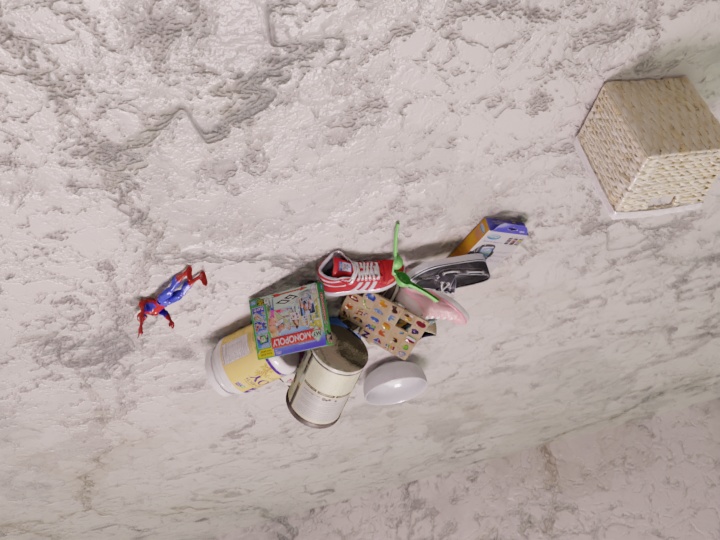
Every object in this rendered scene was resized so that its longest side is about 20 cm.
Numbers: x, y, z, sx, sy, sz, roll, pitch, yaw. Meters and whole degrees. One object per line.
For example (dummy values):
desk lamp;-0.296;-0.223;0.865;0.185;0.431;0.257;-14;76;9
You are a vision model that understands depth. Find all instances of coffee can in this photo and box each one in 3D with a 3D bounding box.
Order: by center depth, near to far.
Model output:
coffee can;-0.081;0.252;1.743;0.143;0.148;0.202;4;131;-28

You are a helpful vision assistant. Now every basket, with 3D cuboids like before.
basket;0.525;-0.226;1.332;0.193;0.204;0.163;-7;145;-13

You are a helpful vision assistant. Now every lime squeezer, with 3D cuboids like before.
lime squeezer;0.095;-0.005;1.586;0.070;0.038;0.203;-9;117;43

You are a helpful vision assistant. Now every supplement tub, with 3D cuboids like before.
supplement tub;-0.261;0.209;1.775;0.197;0.148;0.145;-26;149;20

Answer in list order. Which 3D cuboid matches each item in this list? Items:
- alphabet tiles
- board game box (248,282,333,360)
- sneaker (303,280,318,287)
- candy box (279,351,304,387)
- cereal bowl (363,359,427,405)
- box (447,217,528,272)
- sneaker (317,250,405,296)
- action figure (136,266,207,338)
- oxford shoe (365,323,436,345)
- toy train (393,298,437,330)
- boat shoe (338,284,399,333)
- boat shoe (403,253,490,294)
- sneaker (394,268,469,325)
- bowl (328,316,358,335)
alphabet tiles;0.047;0.120;1.723;0.197;0.008;0.168;29;139;1
board game box;-0.156;0.113;1.623;0.196;0.138;0.029;-15;171;31
sneaker;-0.127;0.093;1.710;0.095;0.072;0.202;-12;152;-8
candy box;-0.112;0.234;1.887;0.196;0.062;0.137;-20;149;8
cereal bowl;0.098;0.325;2.193;0.195;0.085;0.202;-11;150;-6
box;0.290;-0.056;1.675;0.116;0.042;0.201;4;143;-29
sneaker;0.000;0.000;1.609;0.195;0.073;0.113;-13;154;2
action figure;-0.406;0.081;1.548;0.198;0.101;0.065;-29;146;29
oxford shoe;0.105;0.165;1.932;0.196;0.075;0.071;-20;150;10
toy train;0.104;0.112;1.822;0.198;0.086;0.114;-34;138;12
boat shoe;0.019;0.077;1.753;0.059;0.073;0.200;32;134;-16
boat shoe;0.193;0.019;1.643;0.195;0.069;0.072;-11;148;-9
sneaker;0.161;0.094;1.730;0.199;0.106;0.075;37;163;-19
bowl;-0.090;0.186;1.920;0.195;0.040;0.202;-11;150;-6
